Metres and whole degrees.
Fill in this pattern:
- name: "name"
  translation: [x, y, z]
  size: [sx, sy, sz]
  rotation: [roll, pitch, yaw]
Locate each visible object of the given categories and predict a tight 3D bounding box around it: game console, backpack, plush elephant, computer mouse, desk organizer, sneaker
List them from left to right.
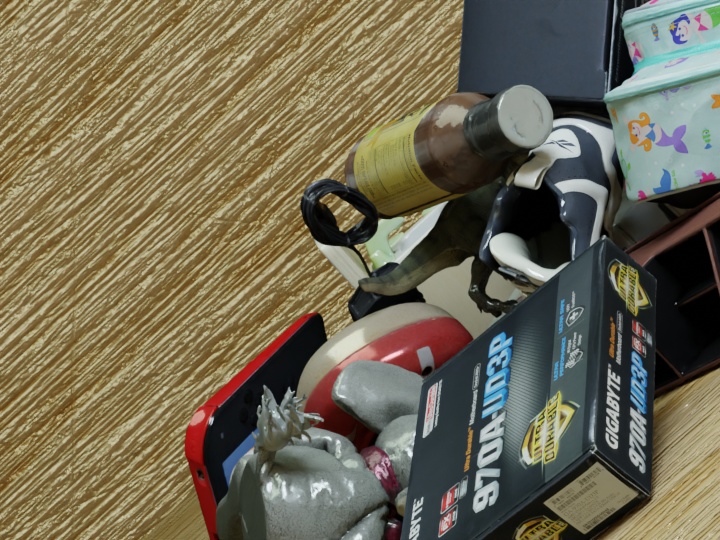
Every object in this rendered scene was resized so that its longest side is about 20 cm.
- name: "game console"
  translation: [-0.062, 0.158, 1.946]
  size: [0.031, 0.201, 0.177]
  rotation: [13, 39, 37]
- name: "computer mouse"
  translation: [0.000, 0.000, 1.635]
  size: [0.059, 0.034, 0.200]
  rotation: [-37, -41, -9]
- name: "plush elephant"
  translation: [0.005, 0.144, 1.506]
  size: [0.165, 0.154, 0.201]
  rotation: [-112, 24, -47]
- name: "sneaker"
  translation: [0.119, 0.009, 1.553]
  size: [0.130, 0.079, 0.200]
  rotation: [-32, -46, -54]
- name: "desk organizer"
  translation: [0.204, 0.009, 1.428]
  size: [0.077, 0.072, 0.200]
  rotation: [-46, 4, -27]
- name: "backpack"
  translation: [0.239, -0.107, 1.503]
  size: [0.177, 0.151, 0.200]
  rotation: [-13, 7, 21]

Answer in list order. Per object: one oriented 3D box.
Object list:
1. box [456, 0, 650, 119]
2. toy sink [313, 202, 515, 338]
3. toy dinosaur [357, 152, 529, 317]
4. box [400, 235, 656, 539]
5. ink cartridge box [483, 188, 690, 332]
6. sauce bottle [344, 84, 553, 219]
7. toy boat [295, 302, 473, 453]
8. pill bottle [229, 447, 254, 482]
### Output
- name: "box"
  translation: [0.145, -0.176, 1.639]
  size: [0.104, 0.149, 0.200]
  rotation: [4, -3, 19]
- name: "toy sink"
  translation: [0.070, 0.010, 1.867]
  size: [0.112, 0.200, 0.130]
  rotation: [-42, 8, 2]
- name: "toy dinosaur"
  translation: [0.080, -0.016, 1.649]
  size: [0.200, 0.088, 0.047]
  rotation: [-46, 7, -36]
- name: "box"
  translation: [0.094, 0.092, 1.358]
  size: [0.159, 0.046, 0.200]
  rotation: [-41, 21, 30]
- name: "ink cartridge box"
  translation: [0.185, -0.002, 1.719]
  size: [0.146, 0.083, 0.200]
  rotation: [-41, 4, 33]
- name: "sauce bottle"
  translation: [0.058, -0.078, 1.569]
  size: [0.065, 0.065, 0.200]
  rotation: [-43, 12, -27]
- name: "toy boat"
  translation: [0.033, 0.123, 1.636]
  size: [0.130, 0.131, 0.201]
  rotation: [-21, -46, -27]
- name: "pill bottle"
  translation: [-0.006, 0.143, 1.908]
  size: [0.110, 0.110, 0.200]
  rotation: [-40, 0, 43]
